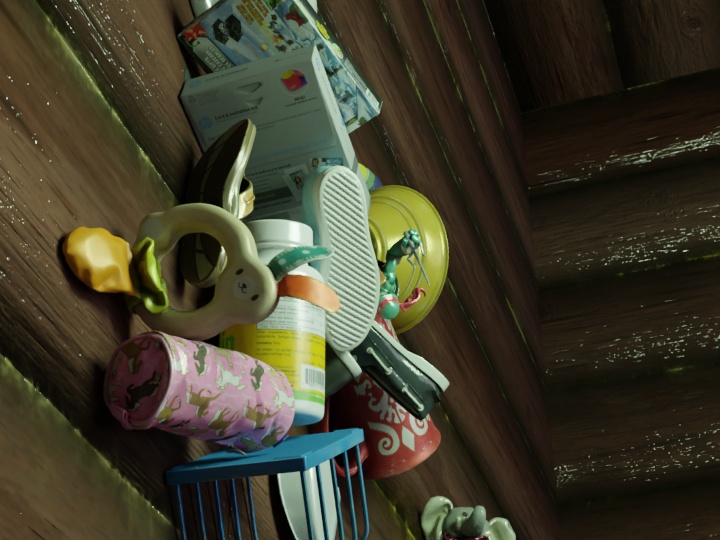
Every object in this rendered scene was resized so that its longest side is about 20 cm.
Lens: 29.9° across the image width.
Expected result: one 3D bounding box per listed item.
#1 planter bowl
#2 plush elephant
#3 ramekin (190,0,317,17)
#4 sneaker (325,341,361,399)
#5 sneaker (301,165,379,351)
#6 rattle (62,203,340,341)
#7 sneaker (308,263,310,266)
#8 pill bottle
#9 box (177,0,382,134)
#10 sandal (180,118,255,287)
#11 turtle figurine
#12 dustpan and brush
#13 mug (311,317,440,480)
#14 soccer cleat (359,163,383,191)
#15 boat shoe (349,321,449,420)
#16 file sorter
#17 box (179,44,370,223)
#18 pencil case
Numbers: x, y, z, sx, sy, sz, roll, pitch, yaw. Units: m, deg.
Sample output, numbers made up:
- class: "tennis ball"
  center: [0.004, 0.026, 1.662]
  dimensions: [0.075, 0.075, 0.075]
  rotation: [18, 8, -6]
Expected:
- class: "planter bowl"
  center: [0.012, -0.018, 1.773]
  dimensions: [0.083, 0.199, 0.203]
  rotation: [9, 69, -51]
- class: "plush elephant"
  center: [0.161, 0.420, 2.026]
  dimensions: [0.200, 0.163, 0.157]
  rotation: [121, -21, -70]
- class: "ramekin"
  center: [-0.126, -0.346, 1.610]
  dimensions: [0.200, 0.104, 0.203]
  rotation: [-12, 90, -75]
- class: "sneaker"
  center: [-0.074, 0.108, 1.566]
  dimensions: [0.071, 0.099, 0.200]
  rotation: [55, -8, -19]
- class: "sneaker"
  center: [-0.027, -0.017, 1.475]
  dimensions: [0.082, 0.073, 0.203]
  rotation: [-158, -115, -66]
- class: "rattle"
  center: [-0.129, -0.009, 1.162]
  dimensions: [0.143, 0.198, 0.131]
  rotation: [65, 42, -55]
- class: "sneaker"
  center: [-0.093, 0.014, 1.536]
  dimensions: [0.200, 0.070, 0.074]
  rotation: [-62, 138, -64]
- class: "pill bottle"
  center: [-0.091, 0.055, 1.398]
  dimensions: [0.111, 0.110, 0.203]
  rotation: [39, 49, -67]
- class: "box"
  center: [-0.088, -0.222, 1.492]
  dimensions: [0.201, 0.136, 0.040]
  rotation: [52, 23, -19]
- class: "sandal"
  center: [-0.140, -0.065, 1.397]
  dimensions: [0.054, 0.080, 0.202]
  rotation: [34, 49, -39]
- class: "turtle figurine"
  center: [0.000, 0.000, 1.660]
  dimensions: [0.200, 0.149, 0.101]
  rotation: [49, -18, 42]
- class: "dustpan and brush"
  center: [-0.074, 0.222, 1.516]
  dimensions: [0.140, 0.057, 0.202]
  rotation: [-79, 160, -57]
- class: "mug"
  center: [0.007, 0.154, 1.703]
  dimensions: [0.178, 0.132, 0.202]
  rotation: [-66, 139, -67]
- class: "soccer cleat"
  center: [-0.026, -0.128, 1.941]
  dimensions: [0.084, 0.065, 0.200]
  rotation: [52, 13, 16]
- class: "boat shoe"
  center: [0.014, 0.101, 1.606]
  dimensions: [0.061, 0.199, 0.076]
  rotation: [-55, -177, -14]
- class: "file sorter"
  center: [-0.081, 0.232, 1.308]
  dimensions: [0.200, 0.137, 0.124]
  rotation: [-5, 87, -75]
- class: "box"
  center: [-0.091, -0.135, 1.491]
  dimensions: [0.041, 0.154, 0.201]
  rotation: [-84, 157, -54]
- class: "pencil case"
  center: [-0.141, 0.111, 1.201]
  dimensions: [0.199, 0.082, 0.087]
  rotation: [26, 49, -55]
